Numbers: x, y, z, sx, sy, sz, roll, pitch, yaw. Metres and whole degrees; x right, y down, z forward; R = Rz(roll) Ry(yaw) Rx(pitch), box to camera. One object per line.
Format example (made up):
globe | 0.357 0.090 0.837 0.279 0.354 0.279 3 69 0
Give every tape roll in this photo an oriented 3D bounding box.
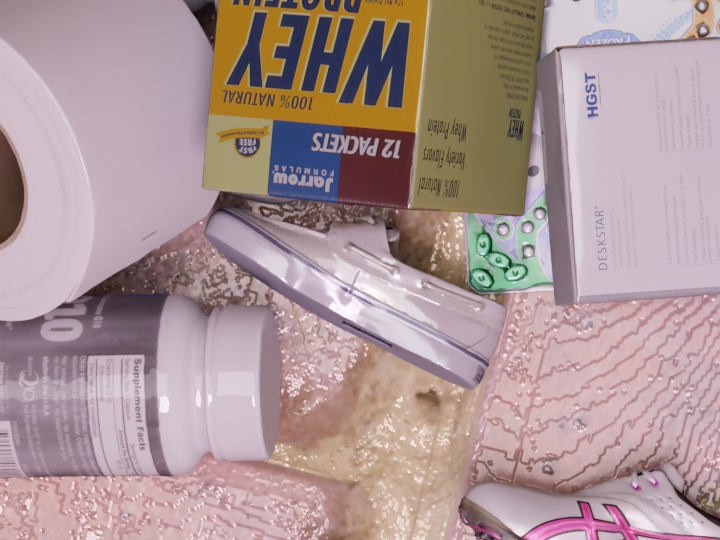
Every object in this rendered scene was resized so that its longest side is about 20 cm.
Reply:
tape roll | -0.198 -0.087 1.516 0.203 0.139 0.203 18 123 30

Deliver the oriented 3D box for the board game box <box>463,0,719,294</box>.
board game box | 0.162 -0.090 1.582 0.200 0.026 0.200 -3 88 6

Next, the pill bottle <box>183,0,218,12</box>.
pill bottle | -0.135 -0.230 1.572 0.200 0.114 0.114 21 91 6

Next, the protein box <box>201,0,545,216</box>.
protein box | 0.014 -0.139 1.494 0.135 0.199 0.200 6 93 23

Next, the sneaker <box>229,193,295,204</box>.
sneaker | -0.116 -0.108 1.583 0.200 0.082 0.074 33 93 6

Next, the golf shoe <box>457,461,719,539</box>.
golf shoe | 0.161 0.159 1.558 0.200 0.073 0.092 18 84 -4

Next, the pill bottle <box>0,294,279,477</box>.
pill bottle | -0.155 0.072 1.560 0.200 0.114 0.114 -1 89 6

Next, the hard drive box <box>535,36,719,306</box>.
hard drive box | 0.215 -0.062 1.517 0.200 0.077 0.156 -3 88 -6

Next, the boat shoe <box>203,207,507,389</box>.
boat shoe | 0.000 0.000 1.579 0.200 0.071 0.070 27 80 5
